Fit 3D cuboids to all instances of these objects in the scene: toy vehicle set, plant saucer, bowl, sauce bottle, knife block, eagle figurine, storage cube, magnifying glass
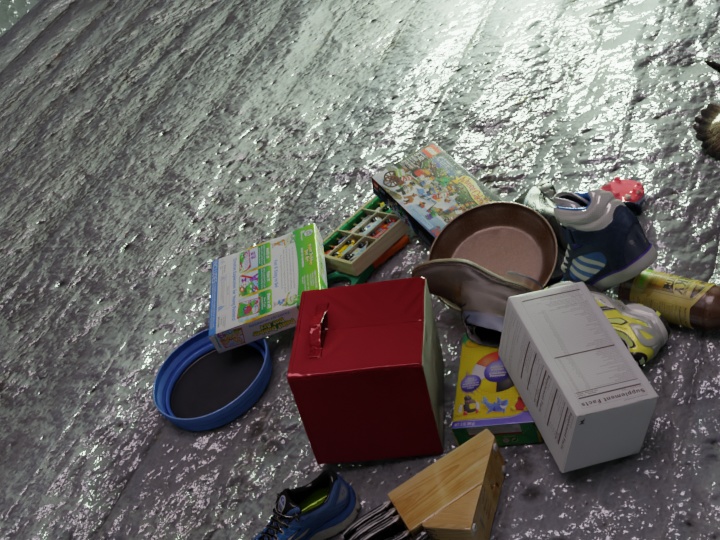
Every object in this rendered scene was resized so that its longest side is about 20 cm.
[{"bbox_3d":[0.019,-0.070,1.701,0.200,0.027,0.124,-42,32,-25],"label":"toy vehicle set"},{"bbox_3d":[0.198,-0.011,1.479,0.197,0.037,0.203,-11,54,15],"label":"plant saucer"},{"bbox_3d":[-0.232,0.169,1.570,0.198,0.040,0.202,-15,38,12],"label":"bowl"},{"bbox_3d":[0.444,0.044,1.317,0.198,0.065,0.065,15,52,39],"label":"sauce bottle"},{"bbox_3d":[0.076,0.292,1.228,0.173,0.064,0.201,-2,43,27],"label":"knife block"},{"bbox_3d":[0.611,-0.237,1.496,0.197,0.154,0.151,4,6,10],"label":"eagle figurine"},{"bbox_3d":[0.015,0.137,1.345,0.177,0.202,0.172,-7,39,12],"label":"storage cube"},{"bbox_3d":[0.000,0.000,1.653,0.199,0.023,0.079,-35,34,-16],"label":"magnifying glass"}]

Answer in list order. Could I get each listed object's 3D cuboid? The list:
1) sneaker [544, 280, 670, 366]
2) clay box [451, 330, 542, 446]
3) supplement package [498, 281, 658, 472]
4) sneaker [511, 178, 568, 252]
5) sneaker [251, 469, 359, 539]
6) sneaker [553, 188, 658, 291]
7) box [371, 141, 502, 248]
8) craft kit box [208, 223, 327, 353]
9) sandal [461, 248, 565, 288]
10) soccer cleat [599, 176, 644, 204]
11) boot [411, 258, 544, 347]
[{"bbox_3d":[0.315,0.072,1.347,0.198,0.076,0.077,15,52,42],"label":"sneaker"},{"bbox_3d":[0.192,0.146,1.351,0.113,0.048,0.202,-9,41,19],"label":"clay box"},{"bbox_3d":[0.264,0.129,1.233,0.112,0.111,0.201,-10,45,-13],"label":"supplement package"},{"bbox_3d":[0.291,-0.068,1.539,0.081,0.074,0.201,-26,27,4],"label":"sneaker"},{"bbox_3d":[-0.098,0.325,1.267,0.199,0.090,0.078,-38,38,-16],"label":"sneaker"},{"bbox_3d":[0.307,-0.046,1.369,0.080,0.147,0.200,-40,4,-26],"label":"sneaker"},{"bbox_3d":[0.130,-0.120,1.653,0.136,0.038,0.200,-32,54,-18],"label":"box"},{"bbox_3d":[-0.151,0.026,1.626,0.195,0.049,0.201,-22,37,11],"label":"craft kit box"},{"bbox_3d":[0.219,0.010,1.510,0.197,0.043,0.077,2,54,25],"label":"sandal"},{"bbox_3d":[0.381,-0.076,1.501,0.066,0.077,0.200,15,35,22],"label":"soccer cleat"},{"bbox_3d":[0.150,0.045,1.385,0.197,0.075,0.098,9,51,26],"label":"boot"}]
